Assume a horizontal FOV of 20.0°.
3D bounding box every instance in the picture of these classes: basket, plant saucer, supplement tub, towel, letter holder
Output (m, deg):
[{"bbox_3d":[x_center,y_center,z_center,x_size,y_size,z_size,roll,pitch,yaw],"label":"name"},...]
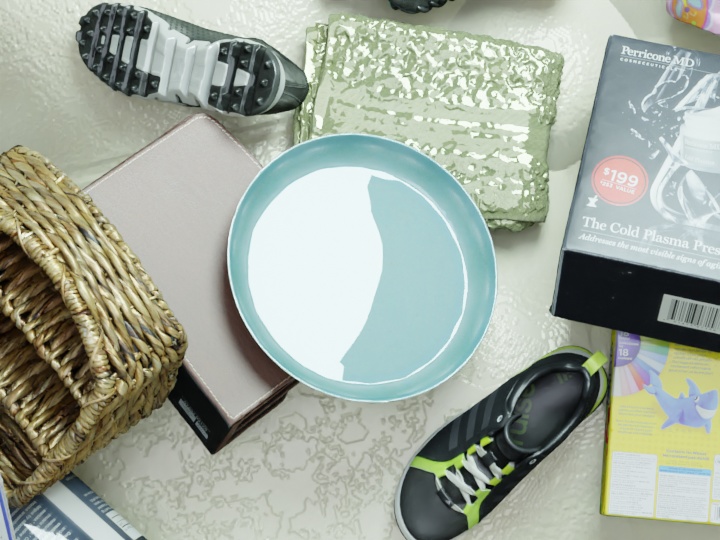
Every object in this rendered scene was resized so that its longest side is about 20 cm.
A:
[{"bbox_3d":[-0.235,0.034,1.401,0.149,0.143,0.200,-34,76,-31],"label":"basket"},{"bbox_3d":[0.000,0.000,1.460,0.198,0.027,0.202,5,70,-14],"label":"plant saucer"},{"bbox_3d":[-0.227,0.220,1.467,0.200,0.140,0.141,41,89,6],"label":"supplement tub"},{"bbox_3d":[0.048,-0.111,1.528,0.198,0.036,0.150,7,85,5],"label":"towel"},{"bbox_3d":[-0.108,0.006,1.497,0.142,0.101,0.200,-36,84,-20],"label":"letter holder"}]

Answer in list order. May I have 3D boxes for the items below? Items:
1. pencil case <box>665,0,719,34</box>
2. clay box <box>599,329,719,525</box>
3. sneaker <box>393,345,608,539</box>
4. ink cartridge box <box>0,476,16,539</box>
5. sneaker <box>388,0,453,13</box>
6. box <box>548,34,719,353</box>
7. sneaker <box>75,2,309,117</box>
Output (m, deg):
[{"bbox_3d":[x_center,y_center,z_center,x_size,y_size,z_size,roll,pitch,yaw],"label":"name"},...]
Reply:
[{"bbox_3d":[0.274,-0.270,1.467,0.087,0.088,0.202,8,114,4],"label":"pencil case"},{"bbox_3d":[0.238,0.083,1.495,0.114,0.048,0.202,5,84,3],"label":"clay box"},{"bbox_3d":[0.097,0.123,1.479,0.200,0.083,0.072,-45,84,6],"label":"sneaker"},{"bbox_3d":[-0.320,0.166,1.392,0.198,0.047,0.199,-16,83,16],"label":"ink cartridge box"},{"bbox_3d":[0.063,-0.229,1.528,0.198,0.075,0.080,12,100,11],"label":"sneaker"},{"bbox_3d":[0.249,-0.048,1.441,0.198,0.104,0.183,12,62,7],"label":"box"},{"bbox_3d":[-0.122,-0.152,1.528,0.199,0.090,0.067,18,96,30],"label":"sneaker"}]
